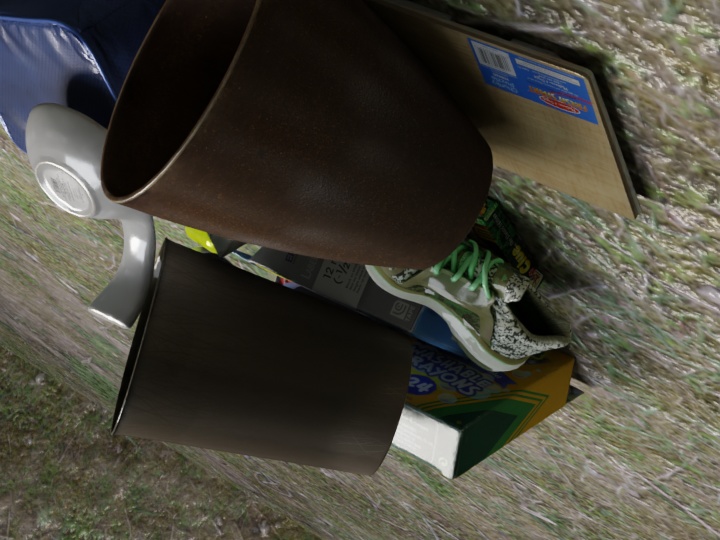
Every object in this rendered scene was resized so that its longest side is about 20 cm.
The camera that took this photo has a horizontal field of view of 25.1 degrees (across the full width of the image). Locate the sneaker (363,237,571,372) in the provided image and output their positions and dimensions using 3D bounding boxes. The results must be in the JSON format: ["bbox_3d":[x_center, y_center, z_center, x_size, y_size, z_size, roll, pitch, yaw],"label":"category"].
[{"bbox_3d":[0.083,0.001,1.171,0.200,0.077,0.088,38,152,-30],"label":"sneaker"}]

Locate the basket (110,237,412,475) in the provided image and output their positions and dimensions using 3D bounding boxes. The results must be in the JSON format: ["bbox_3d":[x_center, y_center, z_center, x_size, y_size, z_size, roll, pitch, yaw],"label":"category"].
[{"bbox_3d":[-0.072,0.076,1.216,0.199,0.136,0.181,17,-150,-9],"label":"basket"}]

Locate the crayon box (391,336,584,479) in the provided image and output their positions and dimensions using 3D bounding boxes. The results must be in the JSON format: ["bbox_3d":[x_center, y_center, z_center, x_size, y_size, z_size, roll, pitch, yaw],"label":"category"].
[{"bbox_3d":[0.089,0.092,1.359,0.125,0.200,0.052,25,121,31],"label":"crayon box"}]

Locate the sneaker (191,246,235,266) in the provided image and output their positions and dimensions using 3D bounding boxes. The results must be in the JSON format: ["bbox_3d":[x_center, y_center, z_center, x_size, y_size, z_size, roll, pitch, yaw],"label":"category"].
[{"bbox_3d":[-0.093,0.052,1.501,0.099,0.071,0.200,16,151,38],"label":"sneaker"}]

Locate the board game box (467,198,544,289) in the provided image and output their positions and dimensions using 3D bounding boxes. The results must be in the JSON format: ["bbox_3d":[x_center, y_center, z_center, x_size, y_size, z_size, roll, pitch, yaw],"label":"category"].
[{"bbox_3d":[0.044,-0.044,1.260,0.200,0.023,0.105,22,162,40],"label":"board game box"}]

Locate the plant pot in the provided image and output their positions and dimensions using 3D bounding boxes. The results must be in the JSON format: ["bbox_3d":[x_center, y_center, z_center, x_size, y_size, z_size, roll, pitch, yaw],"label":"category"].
[{"bbox_3d":[-0.024,-0.084,0.981,0.200,0.187,0.187,26,170,-25],"label":"plant pot"}]

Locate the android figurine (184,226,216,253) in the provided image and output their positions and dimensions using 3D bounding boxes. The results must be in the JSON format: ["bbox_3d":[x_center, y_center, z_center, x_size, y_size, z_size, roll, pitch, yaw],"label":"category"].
[{"bbox_3d":[-0.172,-0.091,1.427,0.182,0.041,0.200,53,167,-26],"label":"android figurine"}]

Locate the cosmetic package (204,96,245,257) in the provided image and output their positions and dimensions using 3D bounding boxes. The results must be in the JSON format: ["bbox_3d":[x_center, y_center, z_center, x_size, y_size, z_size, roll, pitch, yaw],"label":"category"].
[{"bbox_3d":[-0.059,-0.083,1.154,0.081,0.113,0.200,62,163,2],"label":"cosmetic package"}]

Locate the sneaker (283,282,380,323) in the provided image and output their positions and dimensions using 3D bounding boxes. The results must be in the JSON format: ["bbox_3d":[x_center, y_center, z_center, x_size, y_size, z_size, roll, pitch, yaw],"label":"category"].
[{"bbox_3d":[-0.009,0.052,1.437,0.099,0.071,0.200,12,-169,37],"label":"sneaker"}]

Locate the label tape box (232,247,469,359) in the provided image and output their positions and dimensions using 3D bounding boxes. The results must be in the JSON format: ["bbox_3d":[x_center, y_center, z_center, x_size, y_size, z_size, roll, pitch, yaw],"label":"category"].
[{"bbox_3d":[0.000,0.000,1.320,0.200,0.066,0.143,25,180,28],"label":"label tape box"}]

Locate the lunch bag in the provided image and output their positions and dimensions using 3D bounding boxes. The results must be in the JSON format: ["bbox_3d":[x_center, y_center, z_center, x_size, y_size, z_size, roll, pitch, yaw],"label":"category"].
[{"bbox_3d":[-0.186,-0.163,1.172,0.200,0.132,0.136,14,138,43],"label":"lunch bag"}]

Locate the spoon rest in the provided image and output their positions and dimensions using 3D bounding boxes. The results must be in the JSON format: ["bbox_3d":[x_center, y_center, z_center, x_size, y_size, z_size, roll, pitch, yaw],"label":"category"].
[{"bbox_3d":[-0.183,-0.045,1.147,0.099,0.061,0.200,23,145,22],"label":"spoon rest"}]

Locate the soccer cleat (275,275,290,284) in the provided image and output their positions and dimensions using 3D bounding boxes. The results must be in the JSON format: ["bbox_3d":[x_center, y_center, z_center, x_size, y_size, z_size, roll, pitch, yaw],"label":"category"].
[{"bbox_3d":[-0.055,0.006,1.516,0.067,0.077,0.200,31,165,13],"label":"soccer cleat"}]

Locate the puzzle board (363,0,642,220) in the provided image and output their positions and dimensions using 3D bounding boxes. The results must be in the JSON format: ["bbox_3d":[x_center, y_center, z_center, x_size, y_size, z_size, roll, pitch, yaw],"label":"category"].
[{"bbox_3d":[0.076,-0.110,1.002,0.200,0.017,0.151,25,161,32],"label":"puzzle board"}]
